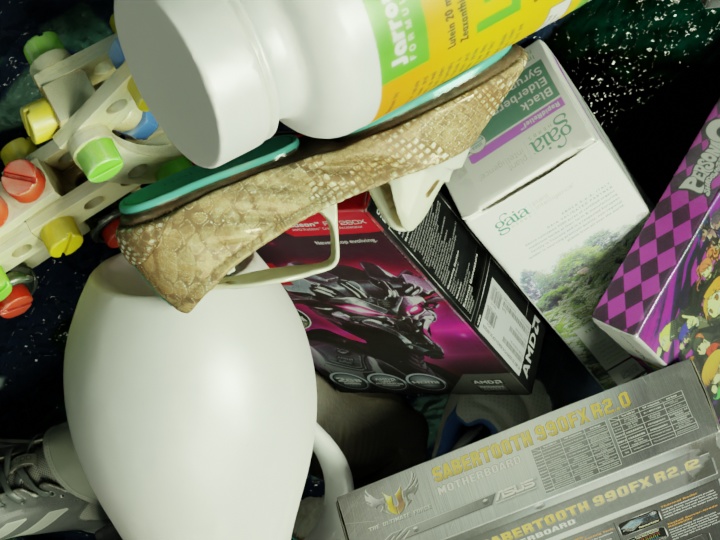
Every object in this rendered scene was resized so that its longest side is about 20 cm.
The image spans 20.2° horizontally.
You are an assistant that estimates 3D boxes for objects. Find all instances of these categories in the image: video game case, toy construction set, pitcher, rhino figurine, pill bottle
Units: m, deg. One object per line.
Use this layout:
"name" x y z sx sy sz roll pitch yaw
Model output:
"video game case" 0.220 -0.018 1.077 0.201 0.036 0.181 -58 139 -7
"toy construction set" -0.161 -0.043 0.921 0.198 0.093 0.131 -18 162 8
"pitcher" -0.064 0.083 1.000 0.171 0.120 0.202 -34 124 -51
"rhino figurine" -0.043 0.087 1.147 0.199 0.060 0.087 22 129 -38
"pill bottle" 0.002 -0.124 0.839 0.199 0.111 0.112 -30 145 -21

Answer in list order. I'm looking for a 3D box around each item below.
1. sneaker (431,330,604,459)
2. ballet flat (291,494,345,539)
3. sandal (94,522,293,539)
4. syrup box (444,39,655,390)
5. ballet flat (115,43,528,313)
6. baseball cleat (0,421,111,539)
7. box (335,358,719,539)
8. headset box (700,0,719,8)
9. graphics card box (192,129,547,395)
"sneaker" 0.092 0.125 1.202 0.145 0.081 0.202 -22 135 -29
"ballet flat" 0.025 0.160 1.175 0.071 0.072 0.200 -32 143 14
"sandal" -0.078 0.158 1.122 0.076 0.043 0.200 -27 158 15
"syrup box" 0.114 -0.024 1.069 0.078 0.082 0.200 -32 139 10
"ballet flat" -0.010 -0.039 0.899 0.198 0.071 0.066 -23 105 1
"baseball cleat" -0.187 0.107 1.084 0.198 0.070 0.107 -5 154 -18
"box" 0.103 0.138 1.070 0.198 0.049 0.159 -22 142 6
"headset box" 0.232 -0.216 0.892 0.172 0.093 0.201 -8 139 -15
"graphics card box" 0.000 0.000 1.031 0.124 0.051 0.200 -1 151 30
